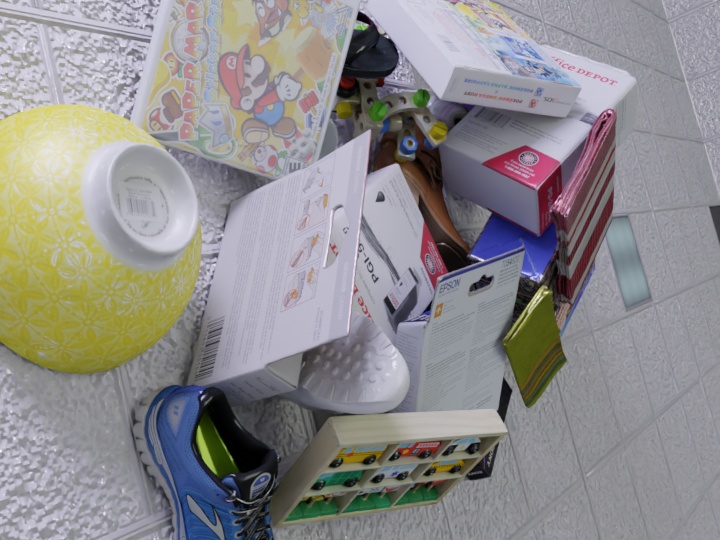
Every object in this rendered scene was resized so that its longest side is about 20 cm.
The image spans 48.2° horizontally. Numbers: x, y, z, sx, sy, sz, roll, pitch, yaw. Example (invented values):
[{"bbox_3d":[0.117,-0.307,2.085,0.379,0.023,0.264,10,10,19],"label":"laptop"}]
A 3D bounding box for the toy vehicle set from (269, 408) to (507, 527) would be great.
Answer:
[{"bbox_3d":[0.026,0.176,0.725,0.197,0.125,0.027,5,43,-38],"label":"toy vehicle set"}]

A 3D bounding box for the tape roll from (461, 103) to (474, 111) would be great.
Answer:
[{"bbox_3d":[0.150,-0.276,1.095,0.199,0.066,0.201,36,21,-16],"label":"tape roll"}]

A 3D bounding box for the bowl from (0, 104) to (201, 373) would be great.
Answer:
[{"bbox_3d":[-0.181,-0.036,0.583,0.199,0.106,0.205,26,55,-45],"label":"bowl"}]

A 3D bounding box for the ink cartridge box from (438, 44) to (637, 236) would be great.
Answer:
[{"bbox_3d":[0.211,-0.159,0.949,0.200,0.144,0.084,-44,142,-19],"label":"ink cartridge box"}]

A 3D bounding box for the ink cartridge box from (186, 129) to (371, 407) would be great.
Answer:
[{"bbox_3d":[-0.055,0.001,0.670,0.045,0.174,0.203,39,44,-38],"label":"ink cartridge box"}]

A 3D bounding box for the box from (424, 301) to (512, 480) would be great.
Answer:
[{"bbox_3d":[0.114,0.131,0.975,0.201,0.036,0.144,55,39,-25],"label":"box"}]

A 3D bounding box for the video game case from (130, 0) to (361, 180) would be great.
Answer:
[{"bbox_3d":[-0.096,-0.194,0.723,0.179,0.023,0.204,14,94,-34],"label":"video game case"}]

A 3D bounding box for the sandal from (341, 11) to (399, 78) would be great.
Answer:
[{"bbox_3d":[-0.026,-0.238,0.825,0.198,0.048,0.076,-8,55,-43],"label":"sandal"}]

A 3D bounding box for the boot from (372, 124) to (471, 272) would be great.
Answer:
[{"bbox_3d":[0.085,-0.086,1.010,0.199,0.076,0.158,35,45,-32],"label":"boot"}]

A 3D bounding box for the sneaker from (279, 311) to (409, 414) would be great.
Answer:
[{"bbox_3d":[-0.020,0.087,0.676,0.081,0.198,0.077,48,66,-29],"label":"sneaker"}]

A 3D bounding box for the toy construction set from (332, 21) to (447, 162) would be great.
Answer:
[{"bbox_3d":[0.019,-0.223,0.937,0.128,0.093,0.203,-2,56,-20],"label":"toy construction set"}]

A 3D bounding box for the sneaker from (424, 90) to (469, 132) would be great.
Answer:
[{"bbox_3d":[0.150,-0.151,1.080,0.199,0.088,0.082,40,90,-30],"label":"sneaker"}]

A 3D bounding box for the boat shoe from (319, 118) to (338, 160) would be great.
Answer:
[{"bbox_3d":[-0.109,-0.171,0.783,0.198,0.071,0.064,30,19,-34],"label":"boat shoe"}]

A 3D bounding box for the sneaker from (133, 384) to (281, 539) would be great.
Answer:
[{"bbox_3d":[-0.100,0.181,0.615,0.078,0.088,0.204,-33,102,-52],"label":"sneaker"}]

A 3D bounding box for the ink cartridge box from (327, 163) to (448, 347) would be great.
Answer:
[{"bbox_3d":[0.000,0.000,0.834,0.149,0.082,0.200,62,36,-15],"label":"ink cartridge box"}]

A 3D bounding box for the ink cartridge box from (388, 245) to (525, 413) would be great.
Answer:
[{"bbox_3d":[0.101,0.080,0.847,0.198,0.040,0.205,-15,118,-52],"label":"ink cartridge box"}]

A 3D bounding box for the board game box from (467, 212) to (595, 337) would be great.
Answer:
[{"bbox_3d":[0.224,-0.010,1.026,0.161,0.095,0.201,-57,151,-21],"label":"board game box"}]

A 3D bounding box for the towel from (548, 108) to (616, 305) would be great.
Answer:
[{"bbox_3d":[0.257,-0.065,0.919,0.146,0.022,0.201,-59,152,-20],"label":"towel"}]

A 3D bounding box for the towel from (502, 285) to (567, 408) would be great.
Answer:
[{"bbox_3d":[0.213,0.098,0.968,0.087,0.018,0.201,-52,148,-13],"label":"towel"}]

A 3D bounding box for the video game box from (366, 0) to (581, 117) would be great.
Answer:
[{"bbox_3d":[0.123,-0.251,0.902,0.179,0.047,0.202,-1,43,-29],"label":"video game box"}]
